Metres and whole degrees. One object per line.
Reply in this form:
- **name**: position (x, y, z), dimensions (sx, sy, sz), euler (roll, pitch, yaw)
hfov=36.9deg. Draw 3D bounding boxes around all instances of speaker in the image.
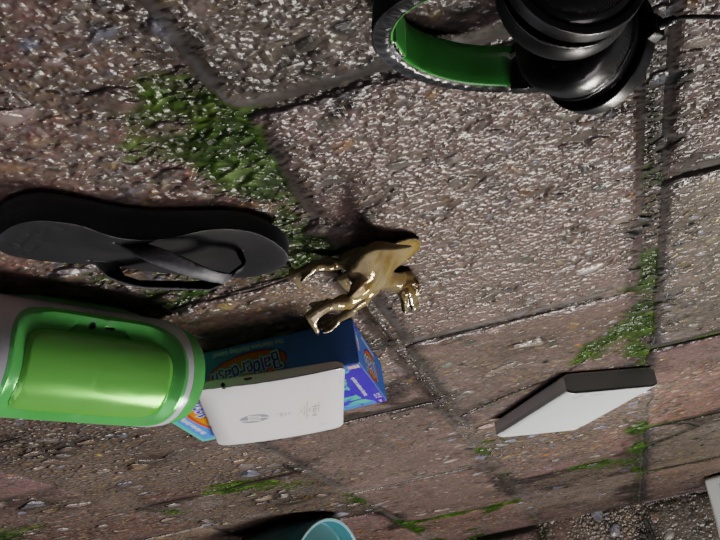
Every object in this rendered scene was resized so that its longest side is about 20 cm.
- **speaker**: position (-0.213, 0.069, 0.800), dimensions (0.088, 0.090, 0.199), euler (-26, 154, 35)

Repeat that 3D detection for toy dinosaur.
- **toy dinosaur**: position (0.000, 0.000, 0.805), dimensions (0.100, 0.059, 0.200), euler (-27, 166, 2)

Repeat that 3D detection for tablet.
- **tablet**: position (-0.078, 0.128, 0.999), dimensions (0.128, 0.014, 0.201), euler (-8, 157, -5)

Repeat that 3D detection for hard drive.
- **hard drive**: position (0.272, 0.171, 1.388), dimensions (0.130, 0.027, 0.200), euler (-2, 158, -20)

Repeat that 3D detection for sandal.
- **sandal**: position (-0.138, -0.009, 0.705), dimensions (0.198, 0.043, 0.076), euler (4, 155, -33)

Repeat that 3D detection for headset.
- **headset**: position (0.102, -0.133, 0.500), dimensions (0.197, 0.095, 0.123), euler (-1, 167, 19)

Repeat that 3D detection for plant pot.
- **plant pot**: position (-0.129, 0.544, 1.940), dimensions (0.186, 0.203, 0.199), euler (-7, 165, 37)

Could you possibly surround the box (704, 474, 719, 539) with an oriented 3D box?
- **box**: position (0.895, 0.528, 2.354), dimensions (0.197, 0.203, 0.171), euler (5, 156, -38)

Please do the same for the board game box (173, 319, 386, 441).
- **board game box**: position (-0.085, 0.108, 1.027), dimensions (0.197, 0.046, 0.152), euler (-13, 159, 8)
